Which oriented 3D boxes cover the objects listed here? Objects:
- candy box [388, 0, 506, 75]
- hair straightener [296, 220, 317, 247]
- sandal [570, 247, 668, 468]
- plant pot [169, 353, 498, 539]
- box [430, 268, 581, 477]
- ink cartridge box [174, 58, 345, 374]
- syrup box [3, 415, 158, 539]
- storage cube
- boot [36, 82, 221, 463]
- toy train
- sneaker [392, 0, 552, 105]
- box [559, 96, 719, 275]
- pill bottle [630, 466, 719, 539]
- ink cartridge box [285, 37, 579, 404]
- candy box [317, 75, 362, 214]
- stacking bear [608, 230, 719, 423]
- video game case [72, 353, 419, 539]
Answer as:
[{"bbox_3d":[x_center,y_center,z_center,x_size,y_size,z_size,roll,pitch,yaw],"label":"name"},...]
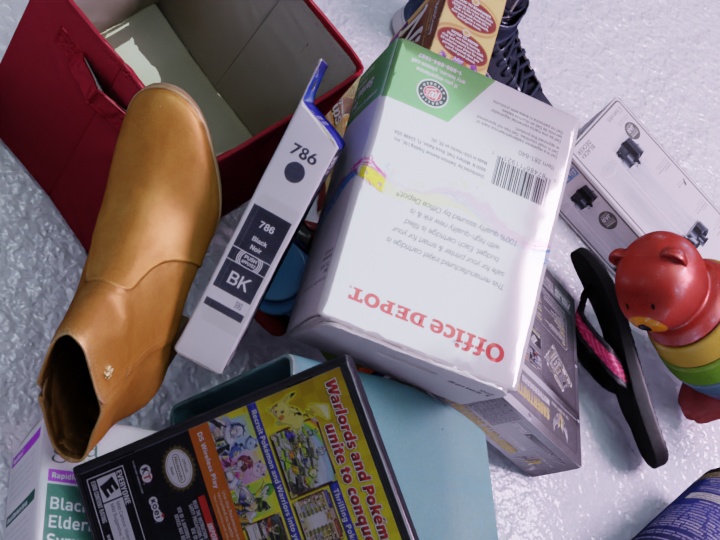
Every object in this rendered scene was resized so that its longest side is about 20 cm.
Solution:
[{"bbox_3d":[0.048,-0.131,1.029,0.056,0.117,0.202,26,57,-15],"label":"candy box"},{"bbox_3d":[0.000,0.000,1.046,0.198,0.041,0.078,16,56,-24],"label":"hair straightener"},{"bbox_3d":[0.213,0.076,1.126,0.044,0.075,0.202,-16,79,-1],"label":"sandal"},{"bbox_3d":[-0.006,0.153,0.888,0.198,0.141,0.143,11,65,-39],"label":"plant pot"},{"bbox_3d":[0.112,0.052,1.027,0.200,0.048,0.160,41,44,-46],"label":"box"},{"bbox_3d":[-0.054,-0.037,0.835,0.039,0.202,0.099,26,8,-2],"label":"ink cartridge box"},{"bbox_3d":[-0.175,0.197,0.799,0.078,0.081,0.202,13,60,-25],"label":"syrup box"},{"bbox_3d":[-0.138,-0.130,0.942,0.171,0.180,0.200,51,49,3],"label":"storage cube"},{"bbox_3d":[-0.140,0.002,0.776,0.070,0.204,0.144,12,25,11],"label":"boot"},{"bbox_3d":[0.001,0.055,0.938,0.200,0.116,0.085,43,91,10],"label":"toy train"},{"bbox_3d":[0.139,-0.202,1.182,0.202,0.146,0.077,41,48,-8],"label":"sneaker"},{"bbox_3d":[0.268,-0.051,1.234,0.200,0.060,0.117,46,50,-1],"label":"box"},{"bbox_3d":[0.260,0.247,1.027,0.199,0.112,0.113,-28,81,-39],"label":"pill bottle"},{"bbox_3d":[0.049,-0.029,0.874,0.143,0.084,0.202,21,71,-15],"label":"ink cartridge box"},{"bbox_3d":[0.059,-0.088,1.123,0.198,0.055,0.117,13,59,-26],"label":"candy box"},{"bbox_3d":[0.286,0.041,1.101,0.200,0.121,0.115,38,72,-35],"label":"stacking bear"},{"bbox_3d":[-0.054,0.175,0.748,0.179,0.026,0.202,-22,75,5],"label":"video game case"}]
